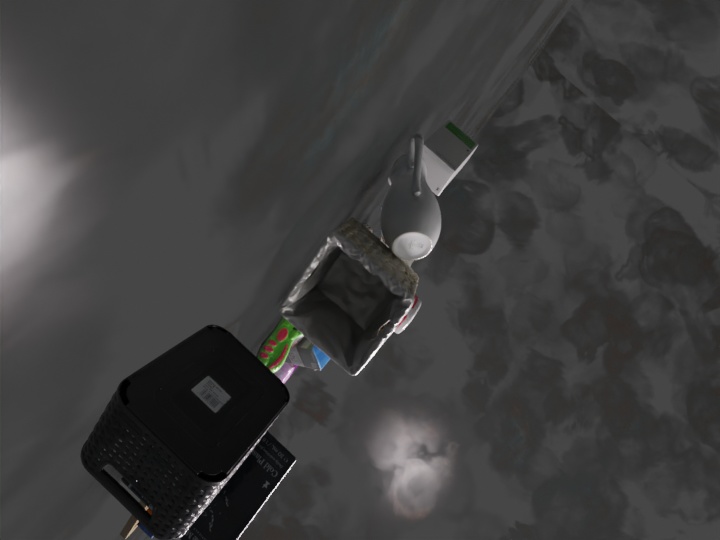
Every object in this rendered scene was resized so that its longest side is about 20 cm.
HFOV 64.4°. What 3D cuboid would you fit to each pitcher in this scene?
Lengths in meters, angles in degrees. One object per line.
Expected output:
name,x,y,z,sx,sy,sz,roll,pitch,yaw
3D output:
pitcher,0.098,-0.142,1.100,0.174,0.116,0.206,96,-4,-53

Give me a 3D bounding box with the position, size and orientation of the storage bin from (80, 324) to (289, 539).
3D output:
storage bin,-0.178,0.162,0.619,0.095,0.134,0.200,-50,177,20

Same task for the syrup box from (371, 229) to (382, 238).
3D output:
syrup box,0.042,0.011,1.418,0.078,0.208,0.079,-7,170,-3

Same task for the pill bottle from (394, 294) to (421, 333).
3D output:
pill bottle,0.057,0.061,1.511,0.112,0.199,0.111,-50,-178,2

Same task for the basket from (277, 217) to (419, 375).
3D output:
basket,-0.013,0.042,1.080,0.200,0.198,0.161,-52,178,23

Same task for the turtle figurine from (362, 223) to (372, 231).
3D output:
turtle figurine,0.000,0.000,1.302,0.140,0.204,0.195,-9,-150,37

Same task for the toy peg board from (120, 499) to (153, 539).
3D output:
toy peg board,-0.411,0.506,1.289,0.201,0.097,0.200,-54,175,29

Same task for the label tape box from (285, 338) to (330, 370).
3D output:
label tape box,-0.131,0.147,1.339,0.195,0.068,0.143,6,-141,38

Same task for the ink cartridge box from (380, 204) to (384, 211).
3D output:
ink cartridge box,0.123,-0.125,1.525,0.094,0.037,0.202,-38,138,-7

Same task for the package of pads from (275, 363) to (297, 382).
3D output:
package of pads,-0.250,0.304,1.549,0.202,0.075,0.121,-52,179,6

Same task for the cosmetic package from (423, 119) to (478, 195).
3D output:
cosmetic package,0.206,-0.283,1.421,0.086,0.107,0.200,-53,178,39

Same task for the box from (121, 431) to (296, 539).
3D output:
box,-0.235,0.321,0.924,0.198,0.198,0.124,-50,175,-18

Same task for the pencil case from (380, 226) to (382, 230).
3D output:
pencil case,0.106,-0.140,1.649,0.200,0.082,0.087,104,-5,-78

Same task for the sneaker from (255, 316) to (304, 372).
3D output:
sneaker,-0.163,0.139,1.222,0.083,0.078,0.200,-28,-166,50

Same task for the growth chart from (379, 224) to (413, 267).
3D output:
growth chart,0.080,-0.035,1.295,0.017,0.146,0.203,-16,-145,33

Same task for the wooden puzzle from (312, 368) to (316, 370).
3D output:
wooden puzzle,-0.086,0.139,1.424,0.183,0.047,0.199,-39,-150,-13
